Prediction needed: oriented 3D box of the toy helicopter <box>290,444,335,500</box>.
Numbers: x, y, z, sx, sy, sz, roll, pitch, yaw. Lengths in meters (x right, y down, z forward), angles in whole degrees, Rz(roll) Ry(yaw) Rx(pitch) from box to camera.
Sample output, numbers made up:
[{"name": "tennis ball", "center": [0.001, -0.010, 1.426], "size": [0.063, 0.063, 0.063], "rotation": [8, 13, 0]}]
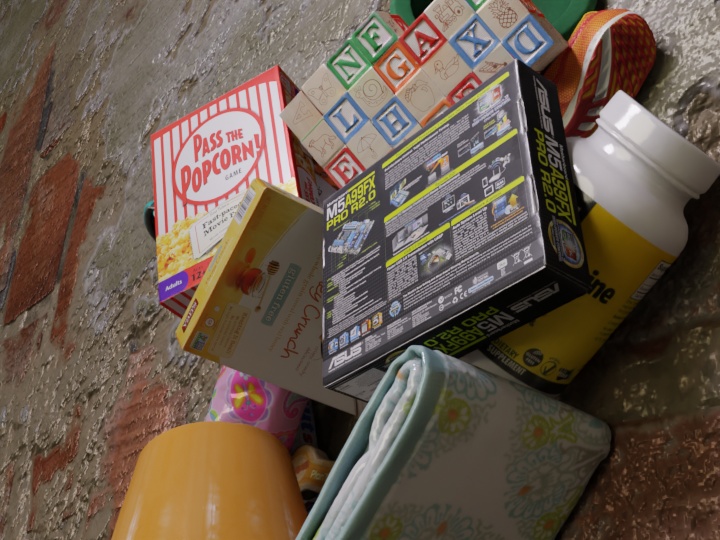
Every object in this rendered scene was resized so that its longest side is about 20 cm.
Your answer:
[{"name": "toy helicopter", "center": [-0.001, 0.166, 0.776], "size": [0.199, 0.079, 0.133], "rotation": [-1, 67, 54]}]

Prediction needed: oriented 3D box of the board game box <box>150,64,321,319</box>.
[{"name": "board game box", "center": [-0.114, -0.072, 0.870], "size": [0.151, 0.046, 0.201], "rotation": [-25, 53, 18]}]

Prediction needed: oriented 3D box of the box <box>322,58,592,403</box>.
[{"name": "box", "center": [0.052, -0.021, 0.641], "size": [0.200, 0.044, 0.161], "rotation": [-33, 45, 38]}]

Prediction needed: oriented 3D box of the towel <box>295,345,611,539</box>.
[{"name": "towel", "center": [0.053, 0.159, 0.625], "size": [0.201, 0.171, 0.048], "rotation": [-61, 34, 10]}]

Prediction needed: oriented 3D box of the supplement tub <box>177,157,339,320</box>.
[{"name": "supplement tub", "center": [-0.088, -0.017, 0.933], "size": [0.200, 0.122, 0.122], "rotation": [-52, 35, -2]}]

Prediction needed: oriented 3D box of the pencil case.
[{"name": "pencil case", "center": [-0.094, 0.122, 0.854], "size": [0.087, 0.087, 0.201], "rotation": [34, 108, 55]}]

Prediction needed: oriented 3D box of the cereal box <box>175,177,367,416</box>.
[{"name": "cereal box", "center": [-0.029, 0.031, 0.780], "size": [0.145, 0.199, 0.040], "rotation": [-63, 27, 7]}]

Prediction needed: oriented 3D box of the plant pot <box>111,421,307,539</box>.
[{"name": "plant pot", "center": [-0.111, 0.224, 0.722], "size": [0.200, 0.200, 0.184], "rotation": [-41, 37, 31]}]

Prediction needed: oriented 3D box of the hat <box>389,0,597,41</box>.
[{"name": "hat", "center": [0.112, -0.179, 0.871], "size": [0.199, 0.176, 0.166], "rotation": [-13, 53, 2]}]

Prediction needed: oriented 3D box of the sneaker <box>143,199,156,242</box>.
[{"name": "sneaker", "center": [-0.194, -0.094, 1.140], "size": [0.200, 0.083, 0.121], "rotation": [-50, 14, 34]}]

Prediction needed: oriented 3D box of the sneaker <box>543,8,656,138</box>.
[{"name": "sneaker", "center": [0.155, -0.108, 0.745], "size": [0.201, 0.073, 0.077], "rotation": [-56, 20, 4]}]

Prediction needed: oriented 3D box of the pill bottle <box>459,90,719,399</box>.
[{"name": "pill bottle", "center": [0.145, -0.015, 0.651], "size": [0.200, 0.112, 0.113], "rotation": [-54, 37, 17]}]

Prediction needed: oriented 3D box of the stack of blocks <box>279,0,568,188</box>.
[{"name": "stack of blocks", "center": [0.046, -0.148, 0.746], "size": [0.200, 0.059, 0.115], "rotation": [-42, 83, 25]}]

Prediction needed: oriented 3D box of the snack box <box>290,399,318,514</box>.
[{"name": "snack box", "center": [-0.076, 0.147, 0.929], "size": [0.072, 0.024, 0.201], "rotation": [-41, 42, 33]}]
